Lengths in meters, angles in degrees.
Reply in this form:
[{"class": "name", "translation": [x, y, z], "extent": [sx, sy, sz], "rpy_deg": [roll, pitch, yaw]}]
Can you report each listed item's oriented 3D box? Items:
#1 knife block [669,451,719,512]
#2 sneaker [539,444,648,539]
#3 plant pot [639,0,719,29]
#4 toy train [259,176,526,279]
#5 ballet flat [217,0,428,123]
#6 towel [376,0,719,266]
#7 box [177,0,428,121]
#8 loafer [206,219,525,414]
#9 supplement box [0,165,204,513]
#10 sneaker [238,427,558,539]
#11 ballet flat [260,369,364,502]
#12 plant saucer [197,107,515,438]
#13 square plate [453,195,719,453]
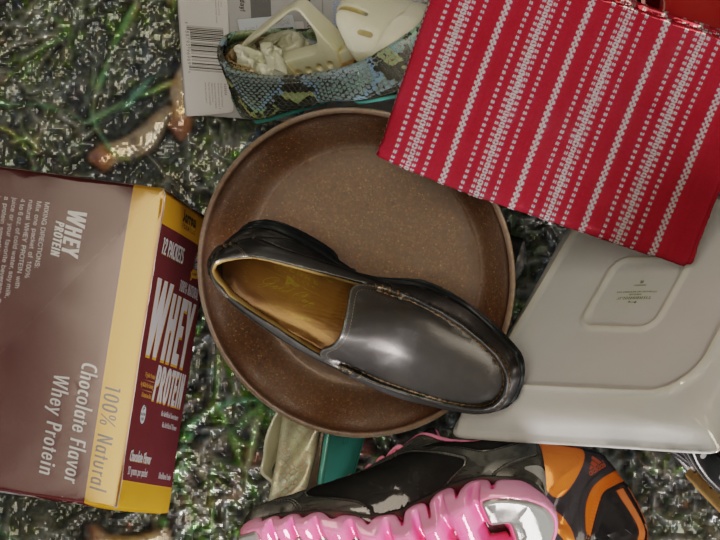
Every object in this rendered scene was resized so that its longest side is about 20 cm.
[{"class": "knife block", "translation": [0.250, 0.137, 1.446], "extent": [0.064, 0.176, 0.200], "rpy_deg": [-44, 79, 2]}, {"class": "sneaker", "translation": [0.075, 0.170, 1.527], "extent": [0.199, 0.078, 0.113], "rpy_deg": [-20, 77, -5]}, {"class": "plant pot", "translation": [0.172, -0.176, 1.487], "extent": [0.181, 0.200, 0.202], "rpy_deg": [0, 83, 2]}, {"class": "toy train", "translation": [0.002, -0.003, 1.547], "extent": [0.199, 0.085, 0.115], "rpy_deg": [14, 89, 10]}, {"class": "ballet flat", "translation": [-0.010, -0.134, 1.474], "extent": [0.199, 0.074, 0.075], "rpy_deg": [-11, 80, 38]}, {"class": "towel", "translation": [0.123, -0.094, 1.401], "extent": [0.199, 0.023, 0.145], "rpy_deg": [19, 115, -1]}, {"class": "box", "translation": [-0.015, -0.166, 1.546], "extent": [0.199, 0.041, 0.157], "rpy_deg": [5, 124, 10]}, {"class": "loafer", "translation": [-0.001, 0.035, 1.438], "extent": [0.199, 0.072, 0.073], "rpy_deg": [22, 105, 14]}, {"class": "supplement box", "translation": [-0.216, 0.041, 1.549], "extent": [0.199, 0.133, 0.199], "rpy_deg": [7, 84, 10]}, {"class": "sneaker", "translation": [0.024, 0.140, 1.486], "extent": [0.199, 0.079, 0.096], "rpy_deg": [-9, 42, 15]}, {"class": "ballet flat", "translation": [-0.040, 0.150, 1.555], "extent": [0.062, 0.067, 0.201], "rpy_deg": [9, 80, 37]}, {"class": "plant saucer", "translation": [0.000, 0.000, 1.492], "extent": [0.199, 0.037, 0.202], "rpy_deg": [2, 98, 16]}, {"class": "square plate", "translation": [0.166, 0.021, 1.452], "extent": [0.199, 0.028, 0.199], "rpy_deg": [0, 48, 44]}]
